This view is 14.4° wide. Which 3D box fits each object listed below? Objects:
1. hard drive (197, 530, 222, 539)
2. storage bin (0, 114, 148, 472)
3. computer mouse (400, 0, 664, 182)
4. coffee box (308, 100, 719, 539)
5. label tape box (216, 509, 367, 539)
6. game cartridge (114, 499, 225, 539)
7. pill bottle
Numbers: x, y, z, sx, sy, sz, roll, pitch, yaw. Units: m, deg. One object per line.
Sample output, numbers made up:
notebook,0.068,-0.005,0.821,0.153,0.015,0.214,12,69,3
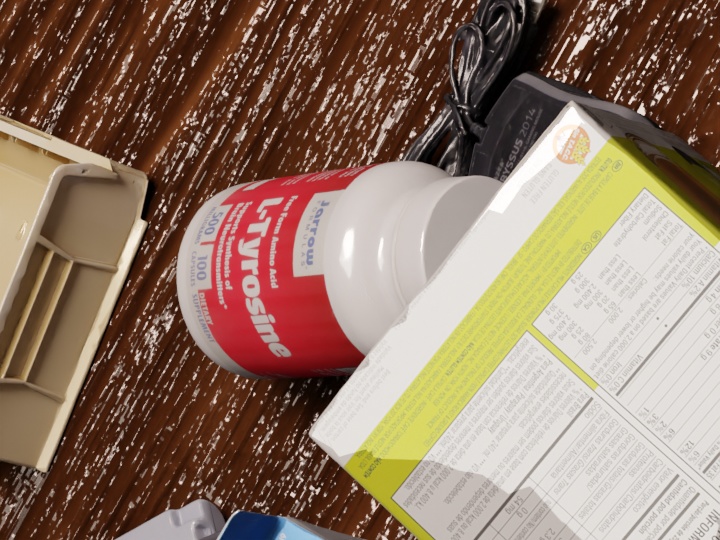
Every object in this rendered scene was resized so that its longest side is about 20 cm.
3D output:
hard drive,-0.126,0.224,1.550,0.200,0.042,0.135,-29,33,36
storage bin,-0.252,-0.002,1.766,0.200,0.094,0.199,22,90,40
computer mouse,0.111,-0.061,1.535,0.200,0.053,0.139,37,103,48
coffee box,0.136,0.065,1.343,0.198,0.200,0.200,42,103,17
label tape box,-0.017,0.210,1.447,0.066,0.200,0.143,31,96,37
game cartridge,-0.115,0.246,1.619,0.133,0.041,0.200,-28,60,24
pill bottle,0.000,0.000,1.533,0.200,0.112,0.112,-6,72,50
